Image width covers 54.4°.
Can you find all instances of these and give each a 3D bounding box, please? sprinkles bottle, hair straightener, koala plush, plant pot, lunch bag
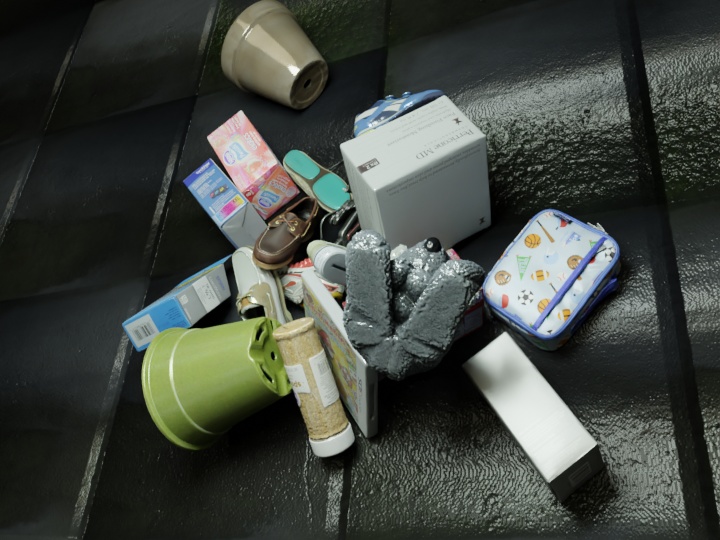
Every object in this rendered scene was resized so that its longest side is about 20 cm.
[{"bbox_3d":[-0.069,0.175,1.054,0.067,0.068,0.203,-15,99,16],"label":"sprinkles bottle"},{"bbox_3d":[-0.014,-0.115,1.260,0.200,0.077,0.041,-46,19,-11],"label":"hair straightener"},{"bbox_3d":[0.074,0.027,0.946,0.175,0.187,0.200,17,25,12],"label":"koala plush"},{"bbox_3d":[-0.167,-0.438,1.485,0.173,0.200,0.200,41,83,22],"label":"plant pot"},{"bbox_3d":[-0.203,0.158,1.098,0.188,0.200,0.203,-22,53,25],"label":"plant pot"},{"bbox_3d":[0.291,0.010,1.050,0.160,0.076,0.201,35,81,34],"label":"lunch bag"}]

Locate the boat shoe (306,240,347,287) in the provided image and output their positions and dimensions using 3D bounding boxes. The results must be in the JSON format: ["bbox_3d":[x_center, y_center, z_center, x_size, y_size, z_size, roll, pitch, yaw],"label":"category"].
[{"bbox_3d":[0.000,0.000,1.092,0.072,0.199,0.062,-52,44,10],"label":"boat shoe"}]

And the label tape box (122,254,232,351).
[{"bbox_3d":[-0.317,0.057,1.285,0.143,0.064,0.200,-25,11,28],"label":"label tape box"}]

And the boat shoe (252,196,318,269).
[{"bbox_3d":[-0.129,-0.072,1.231,0.069,0.071,0.200,23,32,6],"label":"boat shoe"}]

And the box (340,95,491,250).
[{"bbox_3d":[0.094,-0.134,1.127,0.197,0.202,0.131,-27,49,-10],"label":"box"}]

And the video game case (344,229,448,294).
[{"bbox_3d":[0.053,-0.007,1.207,0.181,0.023,0.201,-39,51,0],"label":"video game case"}]

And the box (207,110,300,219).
[{"bbox_3d":[-0.217,-0.214,1.412,0.094,0.103,0.201,-36,53,1],"label":"box"}]

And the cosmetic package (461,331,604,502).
[{"bbox_3d":[0.232,0.194,0.947,0.090,0.107,0.201,-38,51,0],"label":"cosmetic package"}]

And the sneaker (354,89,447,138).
[{"bbox_3d":[0.072,-0.303,1.345,0.197,0.074,0.083,-22,52,11],"label":"sneaker"}]

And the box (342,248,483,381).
[{"bbox_3d":[0.082,0.068,1.069,0.198,0.100,0.096,-26,51,-10],"label":"box"}]

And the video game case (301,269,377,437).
[{"bbox_3d":[-0.032,0.126,1.062,0.023,0.184,0.201,-22,49,-19],"label":"video game case"}]

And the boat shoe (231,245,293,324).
[{"bbox_3d":[-0.173,0.052,1.192,0.074,0.068,0.202,-33,80,37],"label":"boat shoe"}]

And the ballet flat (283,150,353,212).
[{"bbox_3d":[-0.075,-0.161,1.339,0.067,0.063,0.200,-36,58,-12],"label":"ballet flat"}]

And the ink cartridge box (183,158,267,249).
[{"bbox_3d":[-0.256,-0.121,1.352,0.076,0.137,0.200,-38,52,-5],"label":"ink cartridge box"}]

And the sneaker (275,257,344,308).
[{"bbox_3d":[-0.114,0.031,1.227,0.197,0.077,0.084,-14,74,32],"label":"sneaker"}]
